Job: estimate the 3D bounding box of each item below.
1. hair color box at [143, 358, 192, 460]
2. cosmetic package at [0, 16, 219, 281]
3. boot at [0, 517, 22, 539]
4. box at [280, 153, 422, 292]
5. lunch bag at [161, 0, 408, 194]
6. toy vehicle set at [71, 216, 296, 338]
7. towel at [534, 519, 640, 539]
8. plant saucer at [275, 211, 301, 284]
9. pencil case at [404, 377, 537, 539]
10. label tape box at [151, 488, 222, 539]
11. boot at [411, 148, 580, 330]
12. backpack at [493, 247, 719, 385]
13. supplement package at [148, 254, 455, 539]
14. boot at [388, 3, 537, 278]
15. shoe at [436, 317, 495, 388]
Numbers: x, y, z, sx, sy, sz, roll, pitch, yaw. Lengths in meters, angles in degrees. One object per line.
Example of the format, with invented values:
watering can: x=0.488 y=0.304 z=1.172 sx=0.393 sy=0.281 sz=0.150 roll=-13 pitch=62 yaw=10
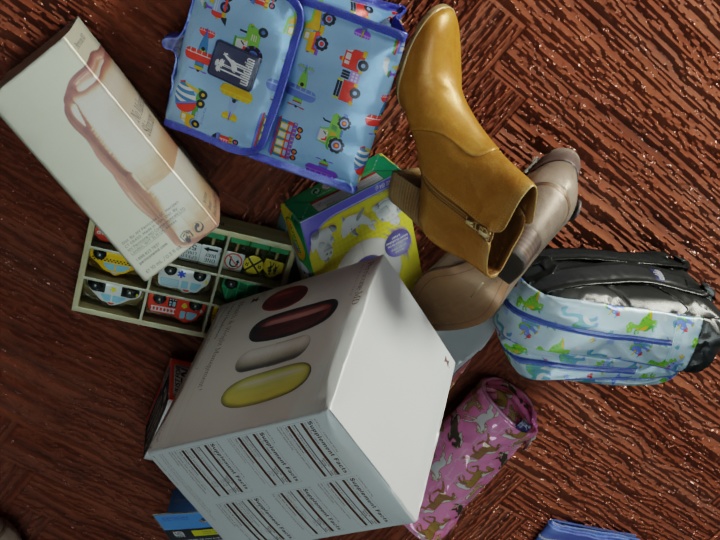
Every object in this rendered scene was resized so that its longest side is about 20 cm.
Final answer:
hair color box: x=-0.121 y=0.166 z=1.161 sx=0.197 sy=0.062 sz=0.102 roll=14 pitch=129 yaw=-20
cosmetic package: x=-0.213 y=-0.105 z=0.936 sx=0.087 sy=0.104 sz=0.201 roll=-35 pitch=114 yaw=8
boot: x=-0.470 y=0.335 z=1.208 sx=0.198 sy=0.071 sz=0.147 roll=-30 pitch=125 yaw=10
box: x=0.000 y=0.000 z=1.069 sx=0.116 sy=0.048 sz=0.202 roll=-28 pitch=132 yaw=-17
lunch bag: x=-0.074 y=-0.178 z=0.953 sx=0.197 sy=0.094 sz=0.152 roll=16 pitch=116 yaw=-7
toy vehicle set: x=-0.172 y=0.001 z=1.064 sx=0.197 sy=0.027 sz=0.126 roll=12 pitch=119 yaw=-12
towel: x=0.264 y=0.408 z=1.420 sx=0.143 sy=0.024 sz=0.202 roll=14 pitch=119 yaw=-18
plant saucer: x=-0.075 y=0.032 z=1.119 sx=0.069 sy=0.019 sz=0.202 roll=11 pitch=120 yaw=-17
pencil case: x=0.115 y=0.216 z=1.235 sx=0.082 sy=0.087 sz=0.201 roll=8 pitch=126 yaw=-51
label tape box: x=-0.129 y=0.273 z=1.186 sx=0.142 sy=0.064 sz=0.201 roll=-5 pitch=143 yaw=5
boot: x=0.134 y=-0.031 z=1.047 sx=0.070 sy=0.147 sz=0.199 roll=42 pitch=142 yaw=-12
backpack: x=0.233 y=0.043 z=1.093 sx=0.197 sy=0.164 sz=0.155 roll=15 pitch=115 yaw=-22
supplement package: x=-0.047 y=0.121 z=0.985 sx=0.198 sy=0.193 sz=0.148 roll=-17 pitch=124 yaw=30
boot: x=0.095 y=-0.107 z=0.924 sx=0.070 sy=0.143 sz=0.204 roll=-19 pitch=130 yaw=-39
shoe: x=0.075 y=0.097 z=1.163 sx=0.071 sy=0.091 sz=0.201 roll=37 pitch=84 yaw=8
